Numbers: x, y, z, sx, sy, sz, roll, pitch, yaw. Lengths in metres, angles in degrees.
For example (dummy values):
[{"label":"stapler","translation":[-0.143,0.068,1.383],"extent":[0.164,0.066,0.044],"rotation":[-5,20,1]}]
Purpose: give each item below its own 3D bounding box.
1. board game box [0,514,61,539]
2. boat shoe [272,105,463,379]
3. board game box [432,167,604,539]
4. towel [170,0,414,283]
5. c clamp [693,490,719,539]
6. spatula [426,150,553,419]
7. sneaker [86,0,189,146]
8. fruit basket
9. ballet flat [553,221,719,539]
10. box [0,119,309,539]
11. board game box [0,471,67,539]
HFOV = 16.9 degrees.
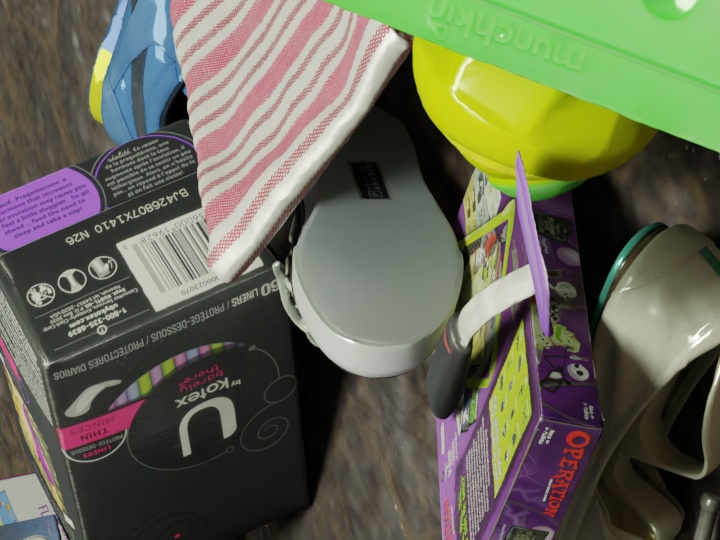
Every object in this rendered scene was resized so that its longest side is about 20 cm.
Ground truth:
[{"label":"board game box","translation":[-0.138,0.233,1.157],"extent":[0.200,0.035,0.136],"rotation":[-110,10,-51]},{"label":"boat shoe","translation":[-0.003,0.000,1.044],"extent":[0.199,0.073,0.068],"rotation":[-110,23,-57]},{"label":"board game box","translation":[0.057,0.033,0.955],"extent":[0.200,0.032,0.120],"rotation":[-91,20,-50]},{"label":"towel","translation":[-0.038,-0.106,1.064],"extent":[0.146,0.030,0.200],"rotation":[-54,30,30]},{"label":"c clamp","translation":[0.165,0.208,0.905],"extent":[0.200,0.027,0.171],"rotation":[45,135,43]},{"label":"spatula","translation":[0.046,0.016,0.886],"extent":[0.200,0.021,0.057],"rotation":[118,145,-65]},{"label":"sneaker","translation":[-0.083,-0.138,1.200],"extent":[0.078,0.066,0.200],"rotation":[37,130,34]},{"label":"fruit basket","translation":[0.063,-0.091,0.824],"extent":[0.215,0.156,0.216],"rotation":[10,121,16]},{"label":"ballet flat","translation":[0.104,0.072,0.945],"extent":[0.069,0.069,0.200],"rotation":[54,139,37]},{"label":"box","translation":[-0.103,0.047,1.160],"extent":[0.106,0.122,0.200],"rotation":[57,163,35]},{"label":"board game box","translation":[-0.188,0.190,1.318],"extent":[0.040,0.200,0.153],"rotation":[-35,67,57]}]
